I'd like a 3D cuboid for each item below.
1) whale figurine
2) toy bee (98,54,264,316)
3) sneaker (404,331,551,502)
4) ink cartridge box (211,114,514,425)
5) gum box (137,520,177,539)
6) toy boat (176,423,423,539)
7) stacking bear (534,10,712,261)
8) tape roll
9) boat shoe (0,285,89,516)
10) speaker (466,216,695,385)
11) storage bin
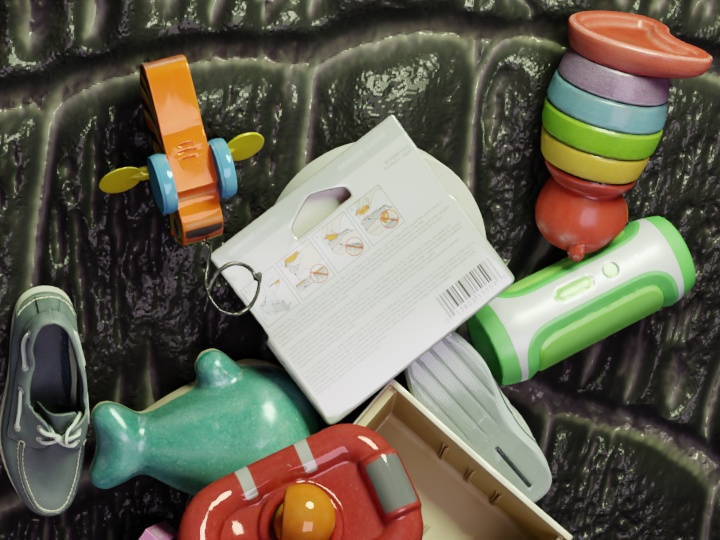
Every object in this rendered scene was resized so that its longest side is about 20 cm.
[{"bbox_3d":[-0.126,0.148,1.395,0.198,0.104,0.161,-1,109,-24],"label":"whale figurine"},{"bbox_3d":[-0.145,-0.063,1.329,0.129,0.109,0.203,6,82,-14],"label":"toy bee"},{"bbox_3d":[0.096,0.123,1.474,0.073,0.071,0.201,-34,112,0],"label":"sneaker"},{"bbox_3d":[0.000,0.000,1.387,0.199,0.044,0.174,-37,93,-4],"label":"ink cartridge box"},{"bbox_3d":[-0.188,0.323,1.429,0.113,0.066,0.201,38,93,6],"label":"gum box"},{"bbox_3d":[-0.048,0.199,1.295,0.198,0.131,0.132,-24,76,-9],"label":"toy boat"},{"bbox_3d":[0.207,-0.110,1.434,0.112,0.122,0.202,3,115,-23],"label":"stacking bear"},{"bbox_3d":[0.012,-0.011,1.431,0.200,0.037,0.205,-7,110,-18],"label":"tape roll"},{"bbox_3d":[-0.257,0.117,1.359,0.072,0.062,0.203,-3,109,-20],"label":"boat shoe"},{"bbox_3d":[0.197,0.026,1.486,0.198,0.088,0.089,-26,116,-10],"label":"speaker"},{"bbox_3d":[0.035,0.240,1.403,0.200,0.094,0.199,40,76,8],"label":"storage bin"}]
